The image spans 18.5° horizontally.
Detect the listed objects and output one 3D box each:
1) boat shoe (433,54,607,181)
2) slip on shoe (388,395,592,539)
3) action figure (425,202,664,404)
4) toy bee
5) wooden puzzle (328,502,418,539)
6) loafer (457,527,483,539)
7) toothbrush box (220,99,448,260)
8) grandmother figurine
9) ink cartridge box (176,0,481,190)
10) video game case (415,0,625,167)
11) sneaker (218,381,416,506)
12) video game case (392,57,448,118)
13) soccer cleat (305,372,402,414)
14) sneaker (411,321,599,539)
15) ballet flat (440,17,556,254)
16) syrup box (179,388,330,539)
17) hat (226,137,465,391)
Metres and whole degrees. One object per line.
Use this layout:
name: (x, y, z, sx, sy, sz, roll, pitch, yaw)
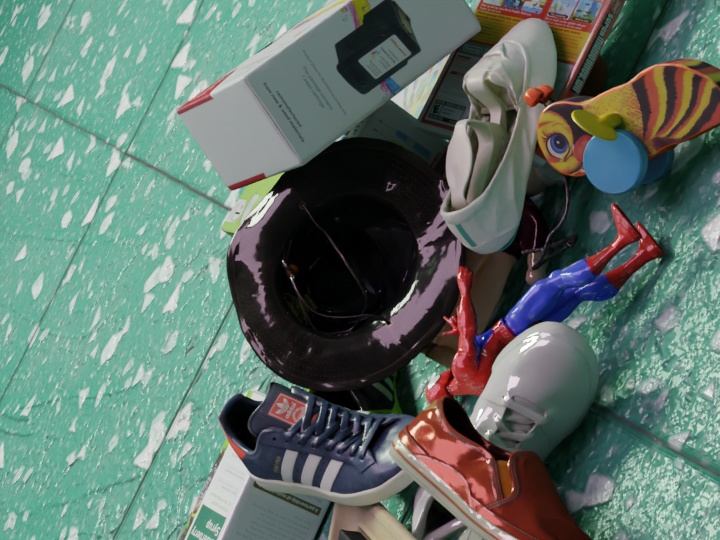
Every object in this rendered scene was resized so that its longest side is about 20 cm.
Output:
boat shoe: (0.118, -0.113, 1.765, 0.200, 0.070, 0.070, -47, 36, 14)
slip on shoe: (0.103, 0.151, 1.464, 0.200, 0.074, 0.061, 37, 98, 34)
action figure: (0.112, 0.016, 1.594, 0.200, 0.065, 0.099, -43, 52, 12)
toy bee: (0.170, -0.101, 1.584, 0.200, 0.109, 0.131, -36, -8, 10)
wooden puzzle: (0.002, 0.267, 1.584, 0.200, 0.037, 0.185, -154, 73, -69)
loafer: (0.097, 0.237, 1.471, 0.070, 0.070, 0.200, -57, 24, 33)
toothbrush box: (-0.022, -0.068, 1.876, 0.146, 0.086, 0.200, -59, 19, -8)
grandmother figurine: (0.104, -0.019, 1.713, 0.121, 0.061, 0.200, 26, 91, 39)
ink cartridge box: (-0.025, -0.158, 1.735, 0.200, 0.083, 0.146, -39, 10, -25)
video game case: (0.135, -0.185, 1.722, 0.143, 0.017, 0.200, 21, 82, 49)
sneaker: (-0.031, 0.122, 1.641, 0.200, 0.085, 0.075, -8, 40, 45)
video game case: (0.044, -0.097, 1.942, 0.200, 0.022, 0.182, -34, 38, 46)
soccer cleat: (-0.010, 0.093, 1.794, 0.068, 0.081, 0.200, -53, 27, 20)
sneaker: (0.098, 0.125, 1.546, 0.200, 0.075, 0.089, -57, -3, 33)
ballet flat: (0.101, -0.112, 1.648, 0.069, 0.069, 0.200, -20, 52, 55)
syrup box: (-0.089, 0.209, 1.833, 0.200, 0.081, 0.079, -64, 24, -5)
hat: (0.000, 0.000, 1.725, 0.200, 0.081, 0.201, -3, 82, 19)
